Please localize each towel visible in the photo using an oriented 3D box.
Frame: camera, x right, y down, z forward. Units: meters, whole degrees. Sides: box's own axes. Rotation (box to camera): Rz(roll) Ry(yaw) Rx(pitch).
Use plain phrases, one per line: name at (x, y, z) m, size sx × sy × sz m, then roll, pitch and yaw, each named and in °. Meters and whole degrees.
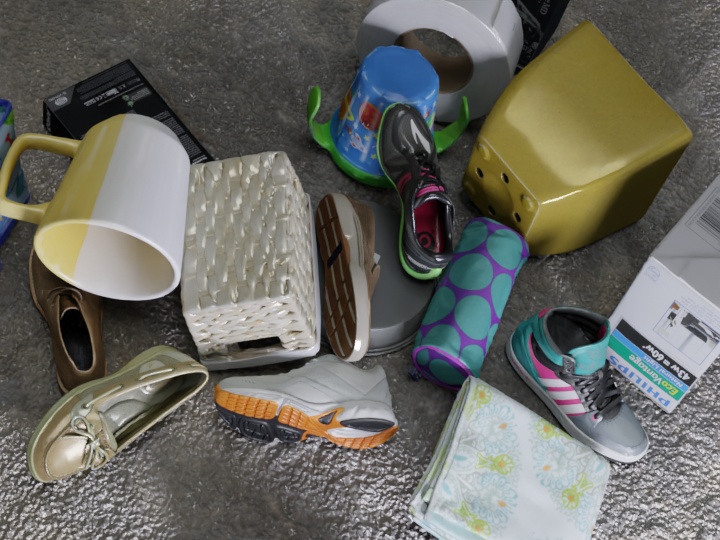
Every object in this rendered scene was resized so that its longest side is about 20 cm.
towel at (0.160, 0.228, 1.311) m, size 0.198 × 0.048 × 0.173 m, roll 33°, pitch 61°, yaw -9°

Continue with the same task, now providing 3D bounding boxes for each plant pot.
plant pot at (0.235, -0.133, 1.499) m, size 0.199 × 0.195 × 0.196 m, roll -32°, pitch 71°, yaw -22°

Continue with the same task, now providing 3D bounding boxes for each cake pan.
cake pan at (0.000, 0.000, 1.440) m, size 0.197 × 0.037 × 0.203 m, roll 7°, pitch 57°, yaw -11°

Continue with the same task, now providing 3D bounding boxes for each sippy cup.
sippy cup at (0.035, -0.193, 1.508) m, size 0.177 × 0.131 × 0.140 m, roll -31°, pitch 68°, yaw -31°

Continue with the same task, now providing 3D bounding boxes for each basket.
basket at (-0.121, -0.014, 1.343) m, size 0.133 × 0.124 × 0.203 m, roll -9°, pitch 58°, yaw 7°

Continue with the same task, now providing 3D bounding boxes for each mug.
mug at (-0.252, -0.082, 1.270) m, size 0.186 × 0.148 × 0.155 m, roll 34°, pitch 53°, yaw -36°

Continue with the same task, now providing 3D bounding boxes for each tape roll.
tape roll at (0.098, -0.278, 1.538) m, size 0.200 × 0.203 × 0.071 m, roll 23°, pitch 55°, yaw 1°

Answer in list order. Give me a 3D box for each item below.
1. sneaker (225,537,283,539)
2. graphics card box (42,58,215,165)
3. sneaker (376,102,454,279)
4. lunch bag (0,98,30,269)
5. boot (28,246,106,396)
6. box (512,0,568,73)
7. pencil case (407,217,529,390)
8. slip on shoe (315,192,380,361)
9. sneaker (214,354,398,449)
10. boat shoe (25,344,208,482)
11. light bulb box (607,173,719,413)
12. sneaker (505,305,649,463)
sneaker at (-0.055, 0.304, 1.210) m, size 0.197 × 0.082 × 0.076 m, roll 10°, pitch 57°, yaw -8°
graphics card box at (-0.263, -0.141, 1.451) m, size 0.125 × 0.051 × 0.200 m, roll -33°, pitch 73°, yaw -29°
sneaker at (0.073, -0.094, 1.412) m, size 0.076 × 0.084 × 0.203 m, roll -11°, pitch 85°, yaw -24°
lunch bag at (-0.431, -0.066, 1.287) m, size 0.126 × 0.171 × 0.202 m, roll 20°, pitch 57°, yaw 7°
boot at (-0.304, 0.034, 1.318) m, size 0.072 × 0.076 × 0.202 m, roll -12°, pitch 61°, yaw -17°
box at (0.183, -0.397, 1.635) m, size 0.195 × 0.201 × 0.125 m, roll 30°, pitch 58°, yaw 6°
pencil case at (0.125, 0.039, 1.419) m, size 0.084 × 0.093 × 0.202 m, roll 6°, pitch 54°, yaw 29°
slip on shoe at (-0.005, 0.006, 1.374) m, size 0.060 × 0.076 × 0.202 m, roll 10°, pitch 51°, yaw -29°
sneaker at (-0.059, 0.130, 1.332) m, size 0.197 × 0.076 × 0.093 m, roll 11°, pitch 49°, yaw -17°
boat shoe at (-0.242, 0.145, 1.258) m, size 0.063 × 0.074 × 0.200 m, roll 16°, pitch 38°, yaw 43°
light bulb box at (0.388, 0.020, 1.430) m, size 0.124 × 0.201 × 0.198 m, roll 39°, pitch 57°, yaw 14°
sneaker at (0.256, 0.114, 1.385) m, size 0.200 × 0.121 × 0.083 m, roll 44°, pitch 58°, yaw 13°
